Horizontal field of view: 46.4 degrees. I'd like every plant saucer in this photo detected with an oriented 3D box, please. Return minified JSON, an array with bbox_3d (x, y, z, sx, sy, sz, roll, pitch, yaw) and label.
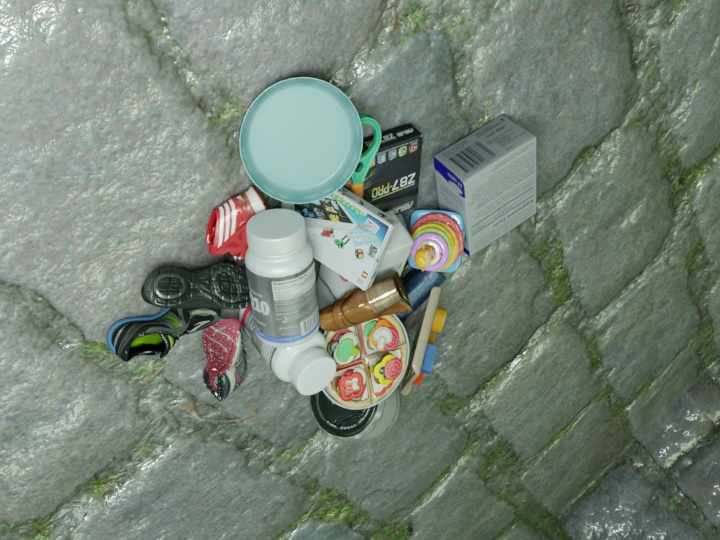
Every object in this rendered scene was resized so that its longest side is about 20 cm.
[{"bbox_3d":[-0.094,-0.205,1.322,0.195,0.028,0.205,-6,117,-11],"label":"plant saucer"}]

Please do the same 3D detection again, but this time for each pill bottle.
[{"bbox_3d":[-0.127,0.126,1.494,0.109,0.200,0.112,-24,137,-24],"label":"pill bottle"},{"bbox_3d":[-0.127,0.012,1.352,0.112,0.113,0.204,-21,127,-25],"label":"pill bottle"}]

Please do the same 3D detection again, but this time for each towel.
[{"bbox_3d":[0.089,0.066,1.729,0.200,0.049,0.112,-45,169,3],"label":"towel"}]

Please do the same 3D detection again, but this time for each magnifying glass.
[{"bbox_3d":[-0.005,-0.168,1.414,0.078,0.022,0.203,-18,134,-26],"label":"magnifying glass"}]

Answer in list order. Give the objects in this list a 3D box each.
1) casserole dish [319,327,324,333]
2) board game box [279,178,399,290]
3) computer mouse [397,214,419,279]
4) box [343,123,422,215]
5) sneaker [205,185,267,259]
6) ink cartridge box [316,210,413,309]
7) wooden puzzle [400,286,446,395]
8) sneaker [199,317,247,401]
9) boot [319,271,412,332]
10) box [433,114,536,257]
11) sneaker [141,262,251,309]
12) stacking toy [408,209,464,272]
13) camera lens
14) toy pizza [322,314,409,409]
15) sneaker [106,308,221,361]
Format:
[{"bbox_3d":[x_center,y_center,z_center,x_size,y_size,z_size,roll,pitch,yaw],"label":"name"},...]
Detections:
[{"bbox_3d":[-0.062,0.148,1.703,0.197,0.039,0.123,-23,137,-27],"label":"casserole dish"},{"bbox_3d":[-0.044,-0.074,1.402,0.035,0.198,0.128,-30,149,-60],"label":"board game box"},{"bbox_3d":[0.068,-0.038,1.648,0.108,0.044,0.202,-32,140,-14],"label":"computer mouse"},{"bbox_3d":[0.015,-0.157,1.493,0.197,0.049,0.164,-22,138,-24],"label":"box"},{"bbox_3d":[-0.196,-0.038,1.407,0.114,0.079,0.203,-23,126,-11],"label":"sneaker"},{"bbox_3d":[0.000,0.000,1.553,0.144,0.084,0.202,-21,152,-26],"label":"ink cartridge box"},{"bbox_3d":[0.136,0.153,1.747,0.201,0.045,0.189,99,7,-68],"label":"wooden puzzle"},{"bbox_3d":[-0.239,0.149,1.520,0.074,0.080,0.202,-35,156,-36],"label":"sneaker"},{"bbox_3d":[0.008,0.063,1.506,0.152,0.075,0.200,-24,167,9],"label":"boot"},{"bbox_3d":[0.247,-0.166,1.645,0.182,0.105,0.202,-31,139,-17],"label":"box"},{"bbox_3d":[-0.266,0.030,1.379,0.196,0.090,0.078,6,78,-29],"label":"sneaker"},{"bbox_3d":[0.128,-0.040,1.532,0.200,0.107,0.119,-42,136,-73],"label":"stacking toy"},{"bbox_3d":[-0.006,0.269,1.728,0.160,0.160,0.200,-47,159,4],"label":"camera lens"},{"bbox_3d":[0.009,0.166,1.577,0.196,0.032,0.205,-6,104,-24],"label":"toy pizza"},{"bbox_3d":[-0.320,0.105,1.400,0.196,0.083,0.072,-19,135,-30],"label":"sneaker"}]
